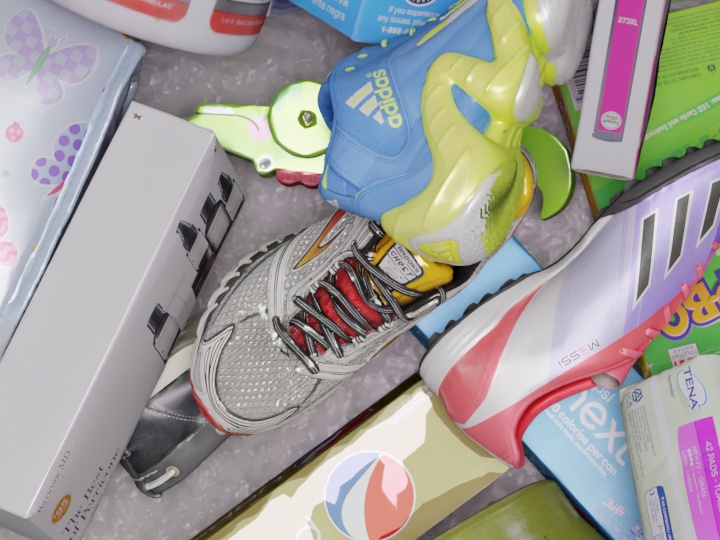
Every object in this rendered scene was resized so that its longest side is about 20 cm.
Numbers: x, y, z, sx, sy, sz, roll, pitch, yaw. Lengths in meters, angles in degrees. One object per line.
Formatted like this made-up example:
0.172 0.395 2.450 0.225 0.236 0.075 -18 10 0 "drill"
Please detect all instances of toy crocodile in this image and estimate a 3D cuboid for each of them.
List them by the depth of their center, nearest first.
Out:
0.010 -0.061 1.193 0.200 0.068 0.062 3 89 -4 "toy crocodile"

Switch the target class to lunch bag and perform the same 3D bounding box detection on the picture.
-0.220 -0.047 1.146 0.170 0.127 0.200 23 79 -5 "lunch bag"

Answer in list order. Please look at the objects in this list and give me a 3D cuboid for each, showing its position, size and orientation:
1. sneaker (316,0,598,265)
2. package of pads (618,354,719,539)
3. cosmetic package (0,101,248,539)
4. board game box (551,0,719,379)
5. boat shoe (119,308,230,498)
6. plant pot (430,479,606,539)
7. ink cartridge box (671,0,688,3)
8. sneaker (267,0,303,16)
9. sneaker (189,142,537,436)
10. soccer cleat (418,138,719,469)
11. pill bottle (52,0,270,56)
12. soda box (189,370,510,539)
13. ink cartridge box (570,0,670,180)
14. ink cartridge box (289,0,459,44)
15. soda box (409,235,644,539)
0.040 -0.099 1.078 0.105 0.076 0.200 15 58 16 "sneaker"
0.217 0.133 1.129 0.200 0.068 0.155 13 59 -43 "package of pads"
-0.121 0.029 1.120 0.051 0.083 0.200 20 76 17 "cosmetic package"
0.165 -0.035 1.192 0.095 0.030 0.200 -14 67 -4 "board game box"
-0.042 0.038 1.193 0.200 0.072 0.068 -34 104 -3 "boat shoe"
0.088 0.212 1.145 0.200 0.200 0.193 -30 79 -4 "plant pot"
0.225 -0.246 1.198 0.175 0.084 0.200 -8 90 -14 "ink cartridge box"
-0.030 -0.237 1.190 0.081 0.115 0.200 -9 122 -35 "sneaker"
0.000 0.000 1.115 0.200 0.082 0.078 -43 97 -6 "sneaker"
0.124 0.012 1.130 0.200 0.068 0.073 -37 71 0 "soccer cleat"
-0.071 -0.208 1.076 0.116 0.116 0.200 20 104 -3 "pill bottle"
-0.022 0.129 1.187 0.200 0.068 0.064 -37 92 -4 "soda box"
0.132 -0.151 1.110 0.037 0.095 0.200 10 121 9 "ink cartridge box"
0.056 -0.210 1.130 0.146 0.084 0.200 1 114 -38 "ink cartridge box"
0.108 0.070 1.199 0.068 0.064 0.200 -43 92 -4 "soda box"
